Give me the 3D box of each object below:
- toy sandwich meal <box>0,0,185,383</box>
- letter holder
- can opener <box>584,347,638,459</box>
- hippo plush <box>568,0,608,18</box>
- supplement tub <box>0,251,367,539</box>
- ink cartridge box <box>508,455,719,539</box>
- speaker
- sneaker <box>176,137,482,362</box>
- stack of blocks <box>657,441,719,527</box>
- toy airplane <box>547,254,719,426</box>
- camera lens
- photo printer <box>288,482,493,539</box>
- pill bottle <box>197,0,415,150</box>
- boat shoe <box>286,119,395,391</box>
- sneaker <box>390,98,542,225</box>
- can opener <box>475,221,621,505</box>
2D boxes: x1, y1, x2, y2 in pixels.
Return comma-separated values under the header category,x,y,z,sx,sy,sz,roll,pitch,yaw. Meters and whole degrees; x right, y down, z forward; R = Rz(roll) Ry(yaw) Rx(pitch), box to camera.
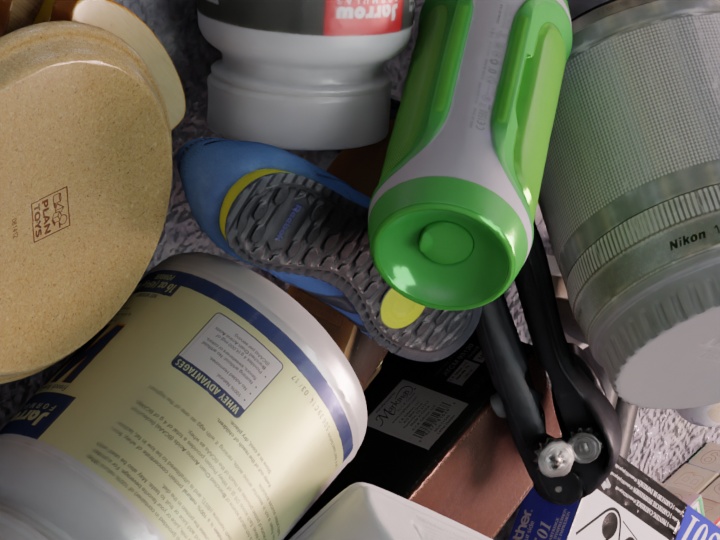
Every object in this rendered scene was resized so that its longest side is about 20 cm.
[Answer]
category,x,y,z,sx,sy,sz,roll,pitch,yaw
toy sandwich meal,-0.170,-0.044,1.355,0.205,0.070,0.206,-27,129,-38
letter holder,0.024,0.145,1.618,0.200,0.100,0.142,-47,136,-28
can opener,0.129,0.135,1.782,0.053,0.067,0.200,36,63,-47
hippo plush,0.121,-0.198,1.587,0.159,0.200,0.161,-39,152,-35
supplement tub,-0.106,0.105,1.414,0.200,0.145,0.145,-48,135,-27
ink cartridge box,0.168,0.180,1.748,0.200,0.044,0.094,37,70,-47
speaker,0.058,-0.074,1.428,0.200,0.088,0.089,-75,151,-45
sneaker,-0.015,-0.017,1.454,0.200,0.078,0.066,30,97,-41
stack of blocks,0.205,0.197,1.878,0.200,0.058,0.115,-37,128,-36
toy airplane,0.192,0.028,1.699,0.199,0.199,0.142,107,-22,-76
camera lens,0.178,-0.044,1.534,0.160,0.160,0.200,18,49,-51
photo printer,-0.013,0.212,1.474,0.200,0.070,0.166,-45,139,16
pill bottle,-0.026,-0.169,1.437,0.114,0.114,0.201,-13,112,-47
boat shoe,0.000,0.000,1.543,0.070,0.070,0.200,-19,142,-60
sneaker,0.047,-0.043,1.600,0.200,0.072,0.083,21,90,-50
can opener,0.093,0.042,1.553,0.063,0.079,0.200,-24,115,3
